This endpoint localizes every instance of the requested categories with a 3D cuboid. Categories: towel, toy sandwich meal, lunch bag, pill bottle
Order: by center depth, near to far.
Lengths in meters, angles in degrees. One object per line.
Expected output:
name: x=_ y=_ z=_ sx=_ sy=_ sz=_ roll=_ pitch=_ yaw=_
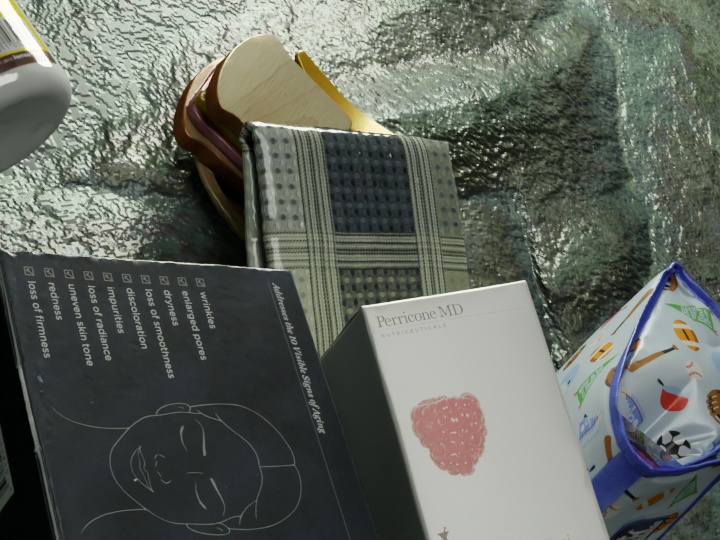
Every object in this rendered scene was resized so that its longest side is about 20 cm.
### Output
pill bottle: x=-0.278 y=-0.161 z=0.971 sx=0.109 sy=0.109 sz=0.201 roll=-23 pitch=73 yaw=-47
lunch bag: x=0.180 y=0.122 z=1.060 sx=0.124 sy=0.170 sz=0.200 roll=40 pitch=39 yaw=4
towel: x=0.000 y=0.000 z=1.080 sx=0.191 sy=0.034 sz=0.203 roll=1 pitch=79 yaw=-41
toy sandwich meal: x=-0.039 y=-0.086 z=1.130 sx=0.204 sy=0.070 sz=0.207 roll=22 pitch=45 yaw=-24

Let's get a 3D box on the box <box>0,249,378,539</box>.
box: x=-0.119 y=0.106 z=0.864 sx=0.195 sy=0.124 sz=0.202 roll=3 pitch=54 yaw=-35

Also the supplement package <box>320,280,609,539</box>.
supplement package: x=0.060 y=0.126 z=0.952 sx=0.120 sy=0.120 sz=0.202 roll=-8 pitch=70 yaw=-23
